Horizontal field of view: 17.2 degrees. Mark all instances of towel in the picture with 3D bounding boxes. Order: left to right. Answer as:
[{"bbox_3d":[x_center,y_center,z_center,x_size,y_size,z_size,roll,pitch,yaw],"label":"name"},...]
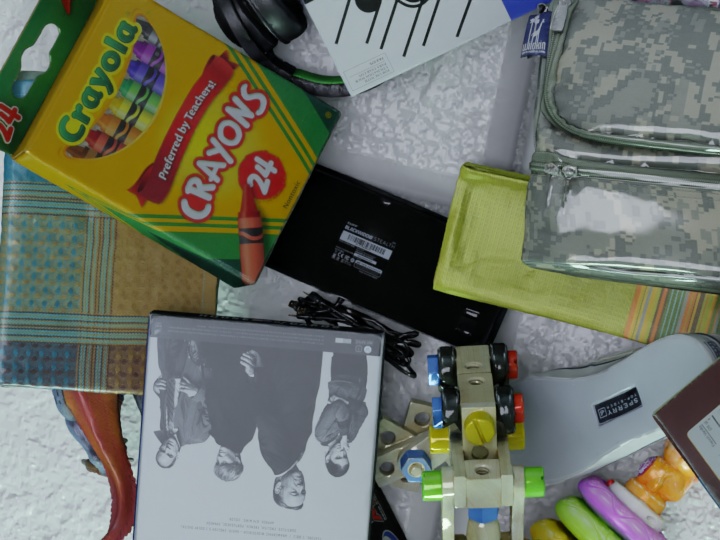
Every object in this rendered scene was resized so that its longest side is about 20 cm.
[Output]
[{"bbox_3d":[-0.157,-0.022,1.511,0.146,0.022,0.201,5,84,-18],"label":"towel"},{"bbox_3d":[0.149,-0.005,1.487,0.199,0.018,0.086,14,91,11],"label":"towel"}]

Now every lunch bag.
[{"bbox_3d":[0.193,-0.074,1.399,0.199,0.139,0.169,7,88,15],"label":"lunch bag"}]

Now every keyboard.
[{"bbox_3d":[0.000,0.000,1.542,0.199,0.040,0.104,24,80,13],"label":"keyboard"}]

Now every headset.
[{"bbox_3d":[-0.048,-0.197,1.517,0.200,0.094,0.124,34,105,-6],"label":"headset"}]

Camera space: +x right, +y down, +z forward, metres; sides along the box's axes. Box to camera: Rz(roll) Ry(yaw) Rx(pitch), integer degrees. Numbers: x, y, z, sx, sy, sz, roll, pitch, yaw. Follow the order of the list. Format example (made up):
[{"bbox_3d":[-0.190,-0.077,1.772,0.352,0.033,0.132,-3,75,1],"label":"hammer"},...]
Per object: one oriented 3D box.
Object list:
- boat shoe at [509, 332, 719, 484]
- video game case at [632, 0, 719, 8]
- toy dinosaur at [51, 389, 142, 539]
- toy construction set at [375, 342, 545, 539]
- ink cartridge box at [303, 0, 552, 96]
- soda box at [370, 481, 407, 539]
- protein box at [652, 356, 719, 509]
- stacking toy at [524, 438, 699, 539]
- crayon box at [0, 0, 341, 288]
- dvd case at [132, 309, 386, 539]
[{"bbox_3d":[0.162,0.082,1.477,0.200,0.070,0.071,-28,75,42],"label":"boat shoe"},{"bbox_3d":[0.249,-0.163,1.448,0.181,0.023,0.201,13,101,14],"label":"video game case"},{"bbox_3d":[-0.166,0.042,1.534,0.105,0.200,0.182,-20,123,2],"label":"toy dinosaur"},{"bbox_3d":[0.065,0.122,1.457,0.092,0.200,0.132,-9,113,-12],"label":"toy construction set"},{"bbox_3d":[0.063,-0.192,1.440,0.199,0.044,0.094,-25,107,11],"label":"ink cartridge box"},{"bbox_3d":[-0.019,0.164,1.540,0.063,0.071,0.201,-28,89,18],"label":"soda box"},{"bbox_3d":[0.310,0.081,1.353,0.200,0.198,0.135,-42,65,17],"label":"protein box"},{"bbox_3d":[0.151,0.172,1.486,0.110,0.116,0.200,41,94,5],"label":"stacking toy"},{"bbox_3d":[-0.128,-0.091,1.487,0.199,0.051,0.127,29,79,-15],"label":"crayon box"},{"bbox_3d":[-0.065,0.131,1.489,0.150,0.025,0.201,5,96,4],"label":"dvd case"}]
